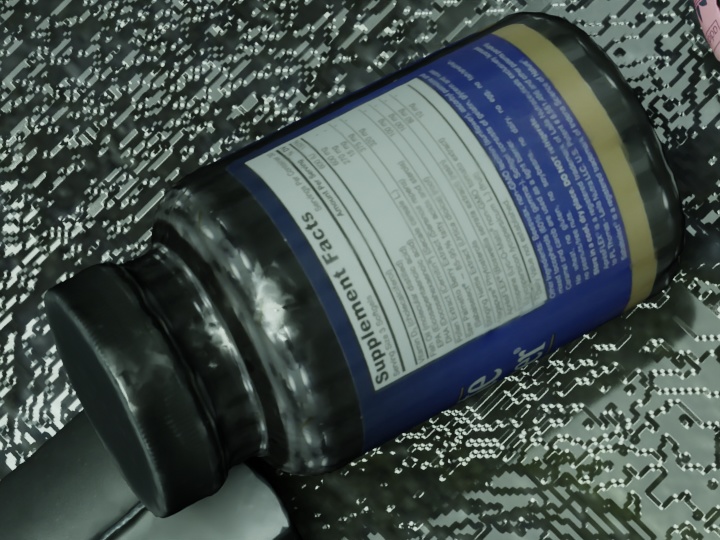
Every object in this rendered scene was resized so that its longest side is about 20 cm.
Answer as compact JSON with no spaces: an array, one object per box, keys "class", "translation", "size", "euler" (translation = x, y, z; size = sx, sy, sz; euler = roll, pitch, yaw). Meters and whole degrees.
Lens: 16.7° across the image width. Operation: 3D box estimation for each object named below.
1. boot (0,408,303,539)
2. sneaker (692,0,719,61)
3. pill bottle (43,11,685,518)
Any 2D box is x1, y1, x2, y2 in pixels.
[{"class":"boot","translation":[-0.142,0.093,0.881],"size":[0.200,0.066,0.165],"euler":[-38,83,3]},{"class":"sneaker","translation":[0.133,-0.124,0.882],"size":[0.200,0.070,0.082],"euler":[36,84,16]},{"class":"pill bottle","translation":[0.000,0.000,0.830],"size":[0.200,0.112,0.112],"euler":[-27,74,-15]}]
